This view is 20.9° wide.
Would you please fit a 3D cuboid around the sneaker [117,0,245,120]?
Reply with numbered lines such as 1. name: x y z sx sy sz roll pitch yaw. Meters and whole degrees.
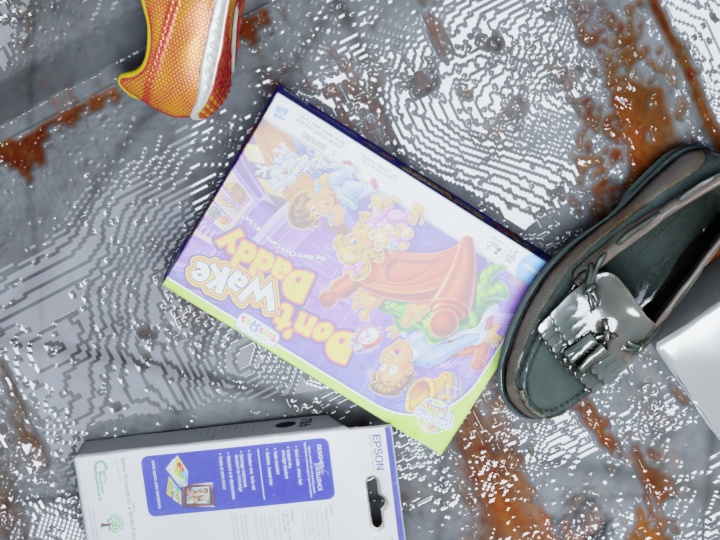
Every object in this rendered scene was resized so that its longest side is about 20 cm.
1. sneaker: -0.095 -0.189 1.120 0.076 0.073 0.202 17 98 5

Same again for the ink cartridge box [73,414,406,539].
1. ink cartridge box: -0.071 0.146 1.198 0.198 0.039 0.101 -5 101 5

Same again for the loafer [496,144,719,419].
1. loafer: 0.157 0.005 1.137 0.072 0.063 0.200 45 77 -22

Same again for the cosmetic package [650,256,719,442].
1. cosmetic package: 0.276 0.021 1.165 0.199 0.090 0.107 -33 101 8

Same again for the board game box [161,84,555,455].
1. board game box: 0.000 0.000 1.172 0.199 0.045 0.135 31 99 -7
